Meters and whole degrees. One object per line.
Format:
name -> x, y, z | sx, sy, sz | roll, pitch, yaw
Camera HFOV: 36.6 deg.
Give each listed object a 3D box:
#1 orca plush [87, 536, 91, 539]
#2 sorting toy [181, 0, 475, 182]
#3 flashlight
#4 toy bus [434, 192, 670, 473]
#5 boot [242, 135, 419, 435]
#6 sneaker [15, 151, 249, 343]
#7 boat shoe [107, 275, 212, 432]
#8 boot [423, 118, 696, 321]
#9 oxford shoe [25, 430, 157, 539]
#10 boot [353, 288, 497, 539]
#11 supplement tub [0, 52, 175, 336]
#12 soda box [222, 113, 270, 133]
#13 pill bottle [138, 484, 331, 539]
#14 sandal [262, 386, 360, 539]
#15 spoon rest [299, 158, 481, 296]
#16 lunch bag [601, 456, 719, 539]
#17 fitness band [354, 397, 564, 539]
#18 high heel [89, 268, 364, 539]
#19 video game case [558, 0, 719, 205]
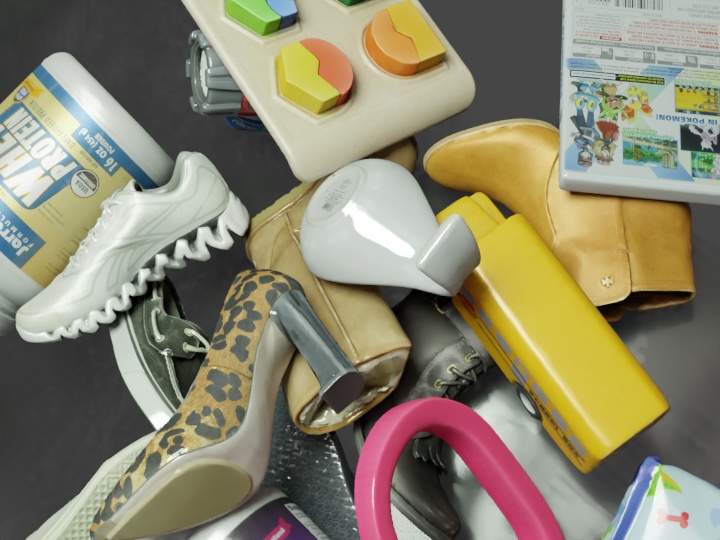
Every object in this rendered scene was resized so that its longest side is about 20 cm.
orca plush -> -0.174, 0.273, 0.758 | 0.071, 0.104, 0.203 | -3, 63, 57
sorting toy -> -0.023, -0.185, 0.821 | 0.183, 0.036, 0.202 | -27, 80, -31
flashlight -> -0.036, -0.159, 0.862 | 0.197, 0.068, 0.069 | -7, 105, -24
toy bus -> 0.116, 0.035, 0.731 | 0.065, 0.078, 0.201 | -32, 72, -9
boot -> 0.000, 0.000, 0.803 | 0.175, 0.066, 0.201 | -40, 40, 12
sneaker -> -0.186, -0.019, 0.843 | 0.199, 0.082, 0.075 | -35, 27, -12
boat shoe -> -0.146, 0.064, 0.824 | 0.063, 0.071, 0.200 | -32, 39, -4
boot -> 0.144, -0.034, 0.803 | 0.197, 0.071, 0.146 | -2, 65, 9
oxford shoe -> -0.191, 0.188, 0.827 | 0.200, 0.058, 0.076 | -43, 105, -14
boot -> 0.069, 0.077, 0.788 | 0.173, 0.069, 0.201 | -34, 63, 3
supplement tub -> -0.264, -0.061, 0.893 | 0.200, 0.145, 0.144 | -46, 65, -4
soda box -> -0.069, -0.223, 0.942 | 0.067, 0.064, 0.203 | 8, 72, 18
pill bottle -> -0.062, 0.217, 0.725 | 0.199, 0.112, 0.112 | 40, 84, 20
sandal -> -0.022, 0.180, 0.798 | 0.076, 0.043, 0.202 | -35, 74, 9
spoon rest -> 0.019, -0.024, 0.727 | 0.100, 0.061, 0.199 | -50, 29, -5
lunch bag -> 0.207, 0.240, 0.659 | 0.168, 0.127, 0.202 | 26, 85, 17
fitness band -> 0.066, 0.178, 0.698 | 0.037, 0.201, 0.144 | -20, 22, 44
high heel -> -0.107, 0.085, 0.722 | 0.198, 0.072, 0.143 | -34, 45, -8
video game case -> 0.246, -0.133, 0.803 | 0.196, 0.022, 0.185 | 6, 64, 2
